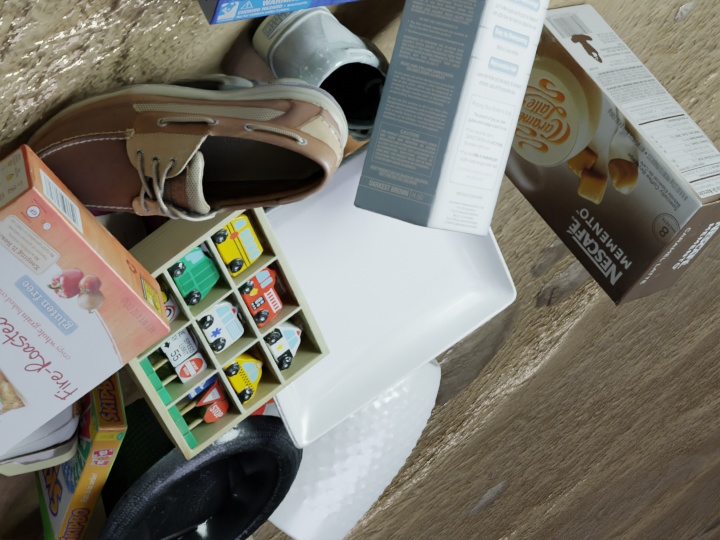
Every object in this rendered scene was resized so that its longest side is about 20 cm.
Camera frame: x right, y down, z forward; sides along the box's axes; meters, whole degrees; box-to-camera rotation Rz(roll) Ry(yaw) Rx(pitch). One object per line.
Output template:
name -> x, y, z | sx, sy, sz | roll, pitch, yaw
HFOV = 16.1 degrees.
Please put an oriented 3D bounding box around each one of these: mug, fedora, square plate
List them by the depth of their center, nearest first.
square plate -> 0.000, 0.000, 1.777 | 0.200, 0.028, 0.199 | -34, 130, -13
fedora -> -0.138, 0.149, 1.881 | 0.200, 0.092, 0.201 | -28, 154, -15
mug -> -0.039, 0.105, 2.058 | 0.175, 0.148, 0.200 | -49, 130, 5

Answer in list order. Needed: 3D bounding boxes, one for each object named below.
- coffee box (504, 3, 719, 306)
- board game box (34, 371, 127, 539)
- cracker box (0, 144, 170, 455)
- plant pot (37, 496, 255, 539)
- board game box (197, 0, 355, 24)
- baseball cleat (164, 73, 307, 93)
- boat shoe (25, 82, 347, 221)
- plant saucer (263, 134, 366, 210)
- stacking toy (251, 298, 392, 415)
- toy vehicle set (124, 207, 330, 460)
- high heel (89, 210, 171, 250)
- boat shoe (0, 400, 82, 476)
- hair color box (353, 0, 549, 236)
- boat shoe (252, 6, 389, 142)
coffee box -> 0.182, -0.088, 1.907 | 0.080, 0.200, 0.114 | -14, 150, -50
board game box -> -0.206, 0.126, 1.839 | 0.030, 0.096, 0.200 | -1, 145, -18
cracker box -> -0.233, 0.038, 1.516 | 0.200, 0.058, 0.134 | -36, 122, 10
plant pot -> -0.162, 0.225, 2.046 | 0.200, 0.199, 0.135 | 81, 26, -68
board game box -> 0.016, -0.232, 1.458 | 0.199, 0.041, 0.200 | -13, 151, -24
baseball cleat -> -0.098, -0.084, 1.635 | 0.106, 0.070, 0.200 | 10, 156, -19
boat shoe -> -0.107, -0.067, 1.517 | 0.199, 0.072, 0.076 | -9, 123, 5
plant saucer -> -0.050, -0.032, 1.867 | 0.200, 0.032, 0.200 | -35, 160, -15
stacking toy -> -0.053, 0.054, 1.897 | 0.085, 0.086, 0.200 | -14, 154, -50
toy vehicle set -> -0.098, 0.034, 1.659 | 0.124, 0.027, 0.200 | -37, 147, -9
high heel -> -0.195, -0.015, 1.620 | 0.199, 0.068, 0.096 | -3, 176, -36
boat shoe -> -0.280, 0.109, 1.719 | 0.199, 0.075, 0.069 | -18, 129, -38
hair color box -> 0.065, -0.129, 1.676 | 0.099, 0.060, 0.201 | 6, 100, -64
boat shoe -> -0.012, -0.119, 1.682 | 0.070, 0.072, 0.201 | -41, 160, 5
